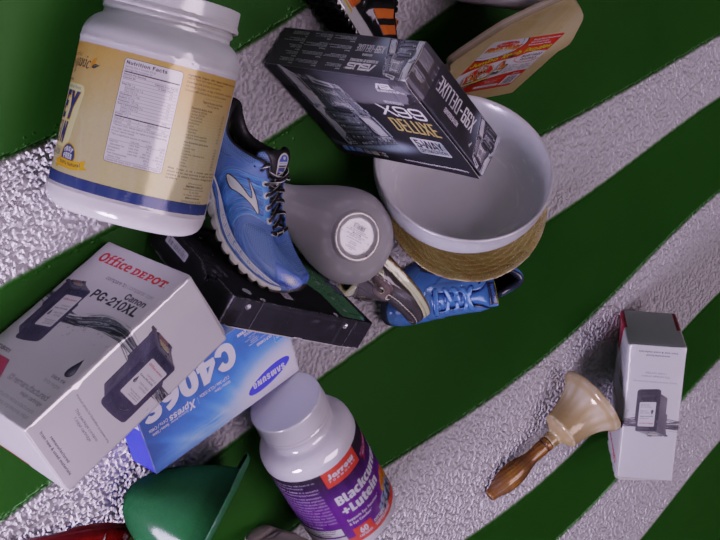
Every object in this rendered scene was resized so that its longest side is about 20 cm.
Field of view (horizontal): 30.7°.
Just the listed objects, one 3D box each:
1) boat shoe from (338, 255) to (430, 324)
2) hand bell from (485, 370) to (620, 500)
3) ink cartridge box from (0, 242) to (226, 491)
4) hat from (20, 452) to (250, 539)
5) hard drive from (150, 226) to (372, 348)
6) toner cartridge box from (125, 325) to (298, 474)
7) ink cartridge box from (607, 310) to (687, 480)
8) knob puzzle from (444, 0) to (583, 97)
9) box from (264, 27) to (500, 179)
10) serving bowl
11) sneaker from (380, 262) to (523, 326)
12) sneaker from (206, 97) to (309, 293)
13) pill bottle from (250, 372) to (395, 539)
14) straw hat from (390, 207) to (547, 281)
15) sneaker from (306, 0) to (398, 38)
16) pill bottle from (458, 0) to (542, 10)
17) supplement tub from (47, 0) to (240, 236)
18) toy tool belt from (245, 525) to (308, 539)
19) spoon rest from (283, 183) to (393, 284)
[{"bbox_3d":[0.000,0.000,1.444,0.066,0.072,0.201,-48,124,-7],"label":"boat shoe"},{"bbox_3d":[0.247,0.241,1.777,0.200,0.104,0.105,-41,130,-13],"label":"hand bell"},{"bbox_3d":[-0.242,0.079,1.173,0.200,0.144,0.085,-44,130,-25],"label":"ink cartridge box"},{"bbox_3d":[-0.227,0.223,1.319,0.167,0.175,0.200,-60,-177,13],"label":"hat"},{"bbox_3d":[-0.096,0.015,1.297,0.199,0.140,0.038,12,115,-49],"label":"hard drive"},{"bbox_3d":[-0.157,0.110,1.343,0.199,0.043,0.096,-35,128,-32],"label":"toner cartridge box"},{"bbox_3d":[0.401,0.175,1.845,0.145,0.082,0.202,-70,163,-72],"label":"ink cartridge box"},{"bbox_3d":[0.165,-0.255,1.463,0.218,0.219,0.031,-15,73,-41],"label":"knob puzzle"},{"bbox_3d":[0.022,-0.169,1.309,0.158,0.199,0.050,45,69,-44],"label":"box"},{"bbox_3d":[0.107,-0.096,1.429,0.200,0.200,0.066,-40,160,-28],"label":"serving bowl"},{"bbox_3d":[0.112,0.023,1.558,0.199,0.078,0.067,-19,119,-38],"label":"sneaker"},{"bbox_3d":[-0.100,-0.072,1.240,0.201,0.089,0.079,61,18,-4],"label":"sneaker"},{"bbox_3d":[-0.044,0.208,1.440,0.112,0.111,0.201,-46,132,-23],"label":"pill bottle"},{"bbox_3d":[0.116,-0.072,1.512,0.202,0.200,0.085,-53,174,-17],"label":"straw hat"},{"bbox_3d":[0.019,-0.260,1.369,0.090,0.070,0.200,-51,131,-15],"label":"sneaker"},{"bbox_3d":[0.166,-0.392,1.444,0.104,0.104,0.203,-3,105,-44],"label":"pill bottle"},{"bbox_3d":[-0.186,-0.143,1.152,0.144,0.144,0.202,9,98,-46],"label":"supplement tub"},{"bbox_3d":[-0.114,0.373,1.415,0.200,0.124,0.124,-27,132,-57],"label":"toy tool belt"},{"bbox_3d":[-0.051,-0.059,1.351,0.199,0.060,0.100,31,83,-25],"label":"spoon rest"}]
